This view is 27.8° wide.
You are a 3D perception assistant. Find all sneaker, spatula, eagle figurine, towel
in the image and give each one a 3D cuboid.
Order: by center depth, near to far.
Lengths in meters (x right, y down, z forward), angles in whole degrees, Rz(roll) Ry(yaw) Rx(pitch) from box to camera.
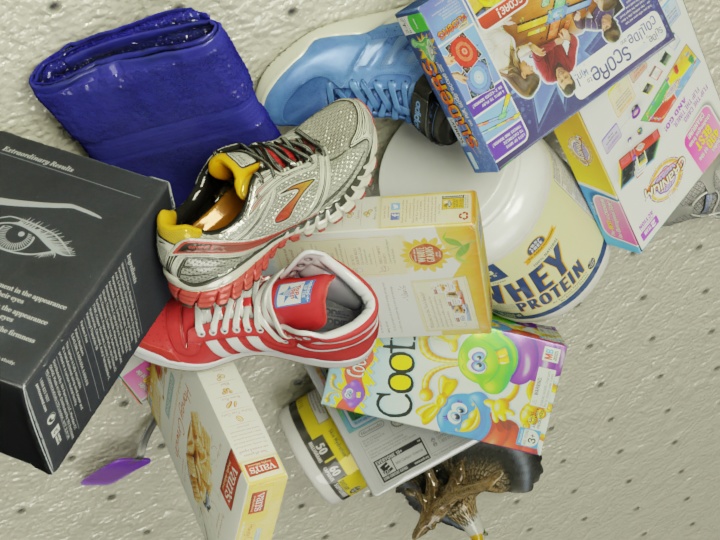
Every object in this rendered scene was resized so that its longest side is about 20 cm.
[{"bbox_3d":[-0.064,-0.060,1.044,0.200,0.078,0.082,-44,141,-22],"label":"sneaker"},{"bbox_3d":[-0.082,0.030,1.081,0.199,0.072,0.113,1,161,-7],"label":"sneaker"},{"bbox_3d":[-0.138,-0.111,1.087,0.147,0.050,0.200,-12,146,12],"label":"towel"},{"bbox_3d":[0.025,-0.139,1.119,0.199,0.111,0.077,-21,143,-11],"label":"sneaker"},{"bbox_3d":[-0.195,0.148,1.388,0.200,0.021,0.056,-47,153,19],"label":"spatula"},{"bbox_3d":[0.381,-0.085,1.448,0.199,0.082,0.075,-20,143,-13],"label":"sneaker"},{"bbox_3d":[0.113,0.250,1.659,0.151,0.152,0.200,5,-174,19],"label":"eagle figurine"}]

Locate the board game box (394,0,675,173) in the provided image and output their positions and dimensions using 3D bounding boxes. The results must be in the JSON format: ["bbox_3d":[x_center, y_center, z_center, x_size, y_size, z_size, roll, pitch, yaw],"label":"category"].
[{"bbox_3d":[0.135,-0.182,1.090,0.200,0.034,0.136,-36,108,-24],"label":"board game box"}]

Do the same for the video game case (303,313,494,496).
[{"bbox_3d":[0.058,0.089,1.382,0.199,0.183,0.024,-28,-175,-1],"label":"video game case"}]

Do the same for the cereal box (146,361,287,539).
[{"bbox_3d":[-0.121,0.134,1.175,0.039,0.200,0.144,-10,139,-24],"label":"cereal box"}]

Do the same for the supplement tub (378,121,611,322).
[{"bbox_3d":[0.117,-0.052,1.257,0.145,0.145,0.200,-39,143,13],"label":"supplement tub"}]

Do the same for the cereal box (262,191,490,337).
[{"bbox_3d":[0.000,0.000,1.156,0.199,0.040,0.144,-2,143,9],"label":"cereal box"}]

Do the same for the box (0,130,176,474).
[{"bbox_3d":[-0.234,0.017,1.022,0.105,0.147,0.200,87,27,-49],"label":"box"}]

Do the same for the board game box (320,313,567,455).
[{"bbox_3d":[0.073,0.086,1.311,0.199,0.103,0.105,13,96,0],"label":"board game box"}]

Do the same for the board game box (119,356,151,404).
[{"bbox_3d":[-0.135,0.019,1.247,0.199,0.040,0.153,-28,144,-2],"label":"board game box"}]

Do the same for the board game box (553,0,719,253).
[{"bbox_3d":[0.232,-0.137,1.222,0.153,0.040,0.200,-48,130,-20],"label":"board game box"}]

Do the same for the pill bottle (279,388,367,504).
[{"bbox_3d":[0.028,0.138,1.452,0.199,0.112,0.111,-32,144,2],"label":"pill bottle"}]
